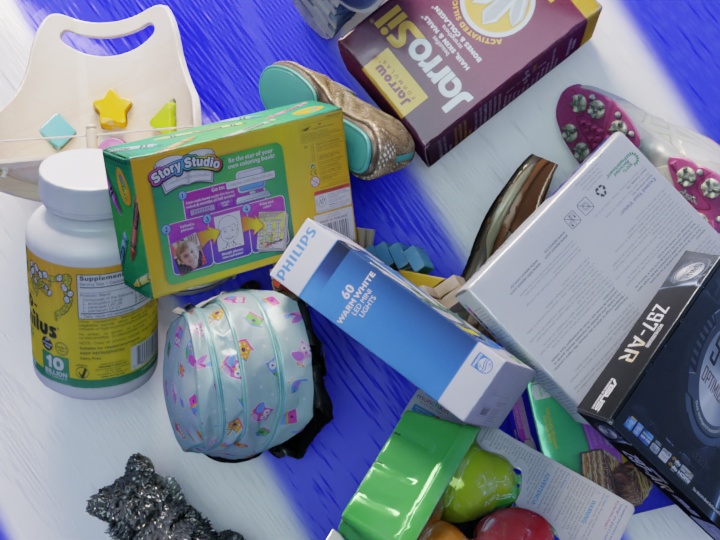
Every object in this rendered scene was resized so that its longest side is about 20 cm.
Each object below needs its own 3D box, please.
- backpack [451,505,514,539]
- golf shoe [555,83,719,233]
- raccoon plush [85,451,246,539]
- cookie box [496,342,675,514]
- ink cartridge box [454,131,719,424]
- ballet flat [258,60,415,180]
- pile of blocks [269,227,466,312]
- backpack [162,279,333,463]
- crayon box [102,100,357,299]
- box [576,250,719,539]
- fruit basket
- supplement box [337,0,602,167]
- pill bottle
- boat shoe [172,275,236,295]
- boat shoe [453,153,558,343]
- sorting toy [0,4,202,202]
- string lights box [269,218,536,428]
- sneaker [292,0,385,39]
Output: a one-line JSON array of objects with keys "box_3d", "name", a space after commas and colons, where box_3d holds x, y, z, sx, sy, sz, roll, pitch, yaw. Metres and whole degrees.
[{"box_3d": [0.062, 0.276, 1.125, 0.177, 0.151, 0.200, 39, 81, 9], "name": "backpack"}, {"box_3d": [0.265, -0.104, 1.197, 0.200, 0.091, 0.075, 41, 130, 25], "name": "golf shoe"}, {"box_3d": [-0.159, 0.229, 1.136, 0.097, 0.200, 0.134, -45, 103, -17], "name": "raccoon plush"}, {"box_3d": [0.234, 0.120, 1.144, 0.200, 0.075, 0.172, -11, 82, -12], "name": "cookie box"}, {"box_3d": [0.213, 0.022, 1.100, 0.196, 0.043, 0.200, -44, 92, -16], "name": "ink cartridge box"}, {"box_3d": [-0.019, -0.135, 1.204, 0.200, 0.065, 0.071, 43, 128, 43], "name": "ballet flat"}, {"box_3d": [0.000, 0.000, 1.173, 0.200, 0.062, 0.082, 5, 86, 27], "name": "pile of blocks"}, {"box_3d": [-0.101, 0.091, 1.129, 0.126, 0.200, 0.167, -15, 86, -20], "name": "backpack"}, {"box_3d": [-0.105, -0.063, 1.112, 0.200, 0.058, 0.119, -17, 111, -28], "name": "crayon box"}, {"box_3d": [0.286, 0.108, 1.060, 0.200, 0.044, 0.160, 43, 77, -25], "name": "box"}, {"box_3d": [0.089, 0.210, 1.040, 0.200, 0.094, 0.185, 31, 61, 4], "name": "fruit basket"}, {"box_3d": [0.097, -0.210, 1.200, 0.200, 0.103, 0.131, -39, 83, 1], "name": "supplement box"}, {"box_3d": [-0.233, 0.002, 1.159, 0.112, 0.113, 0.200, 8, 119, 6], "name": "pill bottle"}, {"box_3d": [-0.106, -0.042, 1.209, 0.202, 0.086, 0.075, -27, 82, 1], "name": "boat shoe"}, {"box_3d": [0.133, -0.004, 1.195, 0.074, 0.076, 0.200, 25, 96, 1], "name": "boat shoe"}, {"box_3d": [-0.234, -0.159, 1.233, 0.199, 0.107, 0.180, -4, 76, 5], "name": "sorting toy"}, {"box_3d": [0.034, 0.043, 1.061, 0.200, 0.103, 0.059, 36, 95, 22], "name": "string lights box"}, {"box_3d": [0.008, -0.281, 1.181, 0.115, 0.199, 0.081, -43, 100, -13], "name": "sneaker"}]
